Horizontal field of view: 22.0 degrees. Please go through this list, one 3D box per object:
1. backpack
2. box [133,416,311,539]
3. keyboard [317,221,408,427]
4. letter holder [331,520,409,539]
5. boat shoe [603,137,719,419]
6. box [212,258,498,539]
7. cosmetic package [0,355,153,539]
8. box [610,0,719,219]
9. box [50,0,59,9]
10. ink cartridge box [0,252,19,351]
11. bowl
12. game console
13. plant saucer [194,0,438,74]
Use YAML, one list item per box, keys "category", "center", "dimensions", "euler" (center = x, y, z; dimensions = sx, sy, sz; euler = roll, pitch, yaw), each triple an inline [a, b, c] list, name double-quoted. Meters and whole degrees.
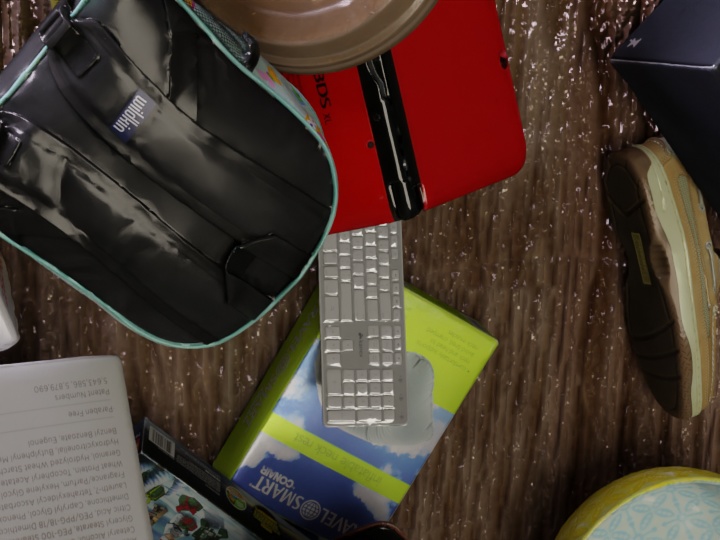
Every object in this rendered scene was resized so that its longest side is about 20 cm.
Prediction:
- category: "backpack"
  center: [-0.114, -0.064, 1.057]
  dimensions: [0.200, 0.153, 0.176]
  euler: [39, 96, -13]
- category: "box"
  center: [-0.115, 0.202, 1.233]
  dimensions: [0.200, 0.040, 0.137]
  euler: [39, 114, -24]
- category: "keyboard"
  center: [0.000, 0.000, 1.198]
  dimensions: [0.056, 0.011, 0.202]
  euler: [1, 80, -15]
- category: "letter holder"
  center: [-0.056, 0.239, 1.178]
  dimensions: [0.199, 0.101, 0.142]
  euler: [-34, 117, 18]
- category: "boat shoe"
  center: [0.228, 0.004, 1.293]
  dimensions: [0.076, 0.072, 0.202]
  euler: [-20, 112, -23]
- category: "box"
  center: [-0.010, 0.100, 1.255]
  dimensions: [0.121, 0.048, 0.201]
  euler: [29, 96, -22]
- category: "cosmetic package"
  center: [-0.228, 0.166, 1.053]
  dimensions: [0.164, 0.164, 0.202]
  euler: [-3, 79, -48]
- category: "box"
  center: [0.307, -0.129, 1.225]
  dimensions: [0.200, 0.123, 0.199]
  euler: [-46, 114, -13]
- category: "box"
  center: [-0.146, -0.101, 1.148]
  dimensions: [0.075, 0.050, 0.202]
  euler: [-12, 110, -14]
- category: "ink cartridge box"
  center: [-0.274, -0.053, 1.068]
  dimensions: [0.083, 0.145, 0.202]
  euler: [-22, 112, -6]
- category: "bowl"
  center: [0.206, 0.221, 1.328]
  dimensions: [0.198, 0.108, 0.202]
  euler: [-5, 108, -16]
- category: "game console"
  center: [-0.004, -0.135, 1.184]
  dimensions: [0.171, 0.119, 0.202]
  euler: [-10, 100, 19]
- category: "plant saucer"
  center: [-0.034, -0.217, 1.097]
  dimensions: [0.198, 0.029, 0.202]
  euler: [1, 94, 19]
